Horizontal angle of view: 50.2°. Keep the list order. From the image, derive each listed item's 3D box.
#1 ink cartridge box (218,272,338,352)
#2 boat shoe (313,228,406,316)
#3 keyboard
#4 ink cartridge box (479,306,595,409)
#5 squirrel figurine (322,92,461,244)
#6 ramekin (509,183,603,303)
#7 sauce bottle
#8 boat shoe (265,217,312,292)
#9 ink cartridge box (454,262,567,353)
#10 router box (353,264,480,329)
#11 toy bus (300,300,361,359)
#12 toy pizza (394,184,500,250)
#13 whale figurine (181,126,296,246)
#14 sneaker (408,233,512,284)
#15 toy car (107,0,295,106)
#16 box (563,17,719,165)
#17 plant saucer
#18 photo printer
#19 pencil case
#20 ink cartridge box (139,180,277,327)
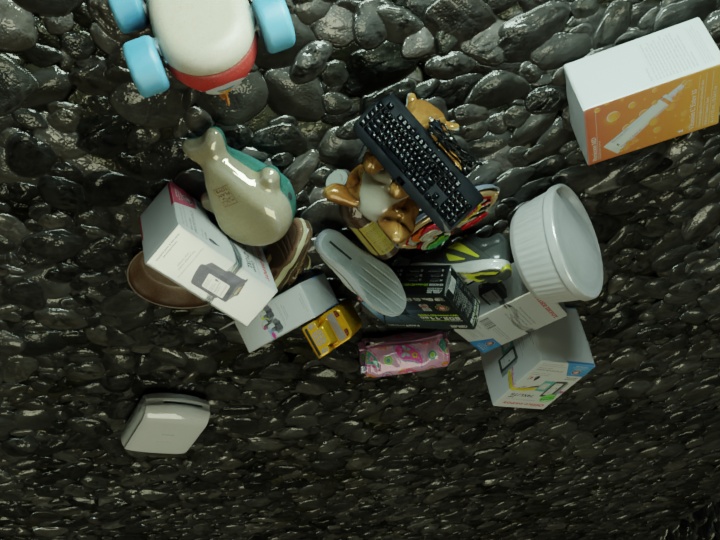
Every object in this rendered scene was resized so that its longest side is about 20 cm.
[{"bbox_3d":[-0.151,0.085,1.422,0.198,0.069,0.115,-28,179,24],"label":"ink cartridge box"},{"bbox_3d":[0.000,0.000,1.343,0.074,0.067,0.200,-46,103,-11],"label":"boat shoe"},{"bbox_3d":[0.088,-0.153,1.032,0.104,0.040,0.200,-43,102,4],"label":"keyboard"},{"bbox_3d":[0.380,0.190,1.681,0.144,0.149,0.201,7,142,-23],"label":"ink cartridge box"},{"bbox_3d":[0.071,-0.164,1.144,0.199,0.140,0.189,-19,139,-58],"label":"squirrel figurine"},{"bbox_3d":[0.334,-0.038,1.323,0.093,0.207,0.201,-19,147,35],"label":"ramekin"},{"bbox_3d":[0.005,-0.092,1.266,0.064,0.066,0.200,-21,144,15],"label":"sauce bottle"},{"bbox_3d":[-0.120,-0.026,1.330,0.073,0.076,0.202,-1,153,-32],"label":"boat shoe"},{"bbox_3d":[0.294,0.071,1.549,0.197,0.085,0.145,-28,141,23],"label":"ink cartridge box"},{"bbox_3d":[0.105,0.051,1.428,0.196,0.063,0.150,0,154,32],"label":"router box"},{"bbox_3d":[-0.051,0.107,1.429,0.077,0.066,0.200,-30,179,7],"label":"toy bus"},{"bbox_3d":[0.147,-0.080,1.276,0.197,0.032,0.200,-26,169,-5],"label":"toy pizza"},{"bbox_3d":[-0.176,-0.135,1.152,0.157,0.105,0.201,-16,123,35],"label":"whale figurine"},{"bbox_3d":[0.185,-0.022,1.409,0.196,0.086,0.075,0,154,25],"label":"sneaker"},{"bbox_3d":[-0.175,-0.259,0.916,0.181,0.180,0.201,-20,158,-5],"label":"toy car"},{"bbox_3d":[0.408,-0.256,1.115,0.196,0.099,0.125,-17,145,10],"label":"box"},{"bbox_3d":[-0.303,-0.004,1.333,0.195,0.037,0.202,-7,144,-5],"label":"plant saucer"},{"bbox_3d":[-0.440,0.346,1.751,0.163,0.071,0.200,12,139,-28],"label":"photo printer"},{"bbox_3d":[0.091,0.175,1.642,0.195,0.089,0.088,-6,145,-4],"label":"pencil case"},{"bbox_3d":[-0.235,-0.024,1.187,0.084,0.146,0.199,-45,125,11],"label":"ink cartridge box"}]
